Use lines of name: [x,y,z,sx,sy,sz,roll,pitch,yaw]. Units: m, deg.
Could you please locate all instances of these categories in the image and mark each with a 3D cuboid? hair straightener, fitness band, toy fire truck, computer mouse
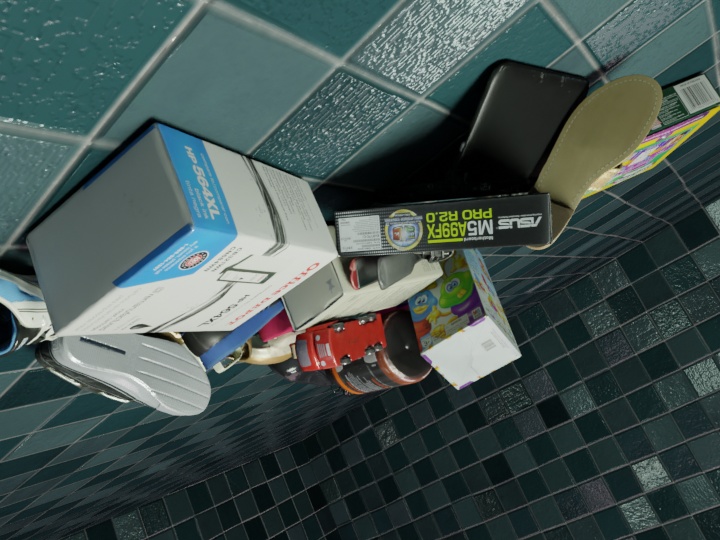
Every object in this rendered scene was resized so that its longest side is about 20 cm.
hair straightener: [0.071,-0.011,0.701,0.076,0.042,0.198,-1,-173,35]
fitness band: [-0.072,0.059,0.858,0.141,0.038,0.200,-20,176,3]
toy fire truck: [-0.043,0.095,0.799,0.138,0.050,0.199,-14,177,27]
computer mouse: [-0.090,0.155,1.085,0.053,0.139,0.198,-49,145,15]

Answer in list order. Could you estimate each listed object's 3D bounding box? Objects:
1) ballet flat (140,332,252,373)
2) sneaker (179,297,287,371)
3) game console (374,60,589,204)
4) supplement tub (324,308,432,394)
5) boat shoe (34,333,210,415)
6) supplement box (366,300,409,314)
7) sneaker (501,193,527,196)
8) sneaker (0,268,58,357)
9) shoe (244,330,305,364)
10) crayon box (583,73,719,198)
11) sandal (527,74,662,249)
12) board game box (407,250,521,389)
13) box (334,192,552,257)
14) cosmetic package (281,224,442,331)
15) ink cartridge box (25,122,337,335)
ballet flat: [-0.194,0.094,0.760,0.067,0.073,0.200,-30,164,13]
sneaker: [-0.142,0.038,0.696,0.070,0.079,0.200,-34,-175,19]
game console: [0.132,-0.140,0.662,0.174,0.120,0.197,1,-172,45]
supplement tub: [0.018,0.131,0.929,0.105,0.109,0.199,-15,172,-36]
boat shoe: [-0.251,0.105,0.658,0.070,0.073,0.200,-15,142,32]
supplement box: [0.110,0.035,1.025,0.197,0.103,0.104,-19,163,-28]
sneaker: [0.203,-0.098,0.811,0.084,0.082,0.201,-11,155,-13]
sneaker: [-0.262,0.036,0.466,0.071,0.074,0.200,-29,166,5]
shoe: [-0.113,0.103,0.979,0.197,0.055,0.069,-10,-158,-41]
crayon box: [0.382,-0.180,0.874,0.196,0.059,0.173,-23,165,-15]
sandal: [0.246,-0.117,0.679,0.214,0.077,0.069,-55,165,9]
board game box: [0.130,0.041,0.849,0.102,0.202,0.105,-32,129,19]
box: [0.090,-0.048,0.606,0.195,0.045,0.160,-3,-174,17]
cosmetic package: [0.000,0.000,0.754,0.103,0.089,0.198,-34,164,37]
ink cartridge box: [-0.128,-0.018,0.488,0.145,0.086,0.199,-33,163,20]
